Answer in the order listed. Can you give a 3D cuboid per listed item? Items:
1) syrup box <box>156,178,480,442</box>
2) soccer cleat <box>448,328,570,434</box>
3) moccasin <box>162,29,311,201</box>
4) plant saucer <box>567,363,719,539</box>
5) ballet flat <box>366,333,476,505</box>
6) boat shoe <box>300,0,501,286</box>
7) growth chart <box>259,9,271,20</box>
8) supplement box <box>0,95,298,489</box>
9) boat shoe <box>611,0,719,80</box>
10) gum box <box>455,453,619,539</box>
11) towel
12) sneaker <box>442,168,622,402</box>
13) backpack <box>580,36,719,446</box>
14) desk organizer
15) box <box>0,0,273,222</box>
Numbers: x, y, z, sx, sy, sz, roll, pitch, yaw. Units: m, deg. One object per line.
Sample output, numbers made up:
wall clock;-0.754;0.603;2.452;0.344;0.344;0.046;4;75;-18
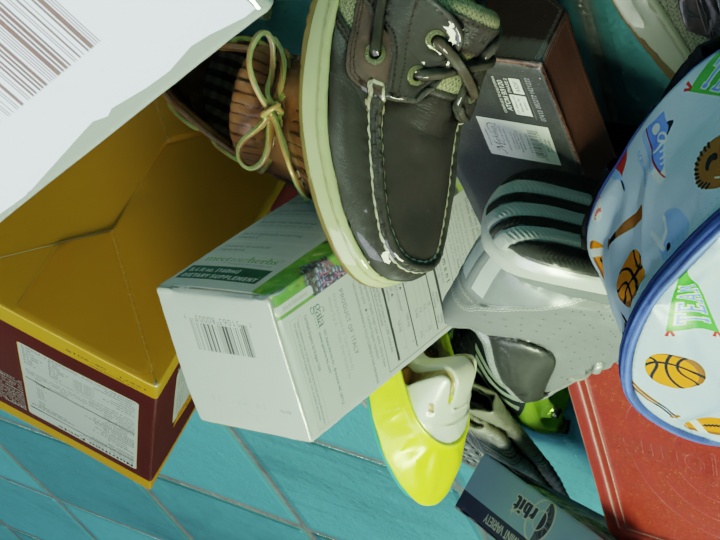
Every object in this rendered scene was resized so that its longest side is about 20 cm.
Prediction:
syrup box;0.000;0.000;0.808;0.078;0.200;0.082;6;121;41
soccer cleat;0.085;0.042;0.973;0.081;0.068;0.200;20;157;26
moccasin;-0.038;-0.080;0.778;0.077;0.074;0.201;8;-161;-38
plant saucer;0.191;0.097;0.835;0.199;0.037;0.201;13;136;39
ballet flat;0.033;0.043;0.937;0.067;0.067;0.201;-12;95;41
boat shoe;0.021;-0.095;0.618;0.065;0.201;0.073;-2;178;36
growth chart;-0.101;-0.176;0.805;0.144;0.018;0.200;27;156;2
supplement box;-0.133;-0.008;0.947;0.132;0.198;0.200;27;155;3
boat shoe;0.174;-0.077;0.631;0.200;0.073;0.065;40;158;-24
gum box;0.178;0.197;0.989;0.199;0.045;0.170;29;-179;-24
towel;0.041;0.093;1.087;0.192;0.035;0.200;29;167;33
sneaker;0.129;0.023;0.724;0.199;0.075;0.116;16;138;-16
backpack;0.182;0.001;0.570;0.189;0.155;0.201;10;133;-10
desk organizer;0.094;-0.061;0.745;0.071;0.077;0.200;12;150;32
box;-0.112;-0.143;0.603;0.152;0.200;0.106;-34;120;27
